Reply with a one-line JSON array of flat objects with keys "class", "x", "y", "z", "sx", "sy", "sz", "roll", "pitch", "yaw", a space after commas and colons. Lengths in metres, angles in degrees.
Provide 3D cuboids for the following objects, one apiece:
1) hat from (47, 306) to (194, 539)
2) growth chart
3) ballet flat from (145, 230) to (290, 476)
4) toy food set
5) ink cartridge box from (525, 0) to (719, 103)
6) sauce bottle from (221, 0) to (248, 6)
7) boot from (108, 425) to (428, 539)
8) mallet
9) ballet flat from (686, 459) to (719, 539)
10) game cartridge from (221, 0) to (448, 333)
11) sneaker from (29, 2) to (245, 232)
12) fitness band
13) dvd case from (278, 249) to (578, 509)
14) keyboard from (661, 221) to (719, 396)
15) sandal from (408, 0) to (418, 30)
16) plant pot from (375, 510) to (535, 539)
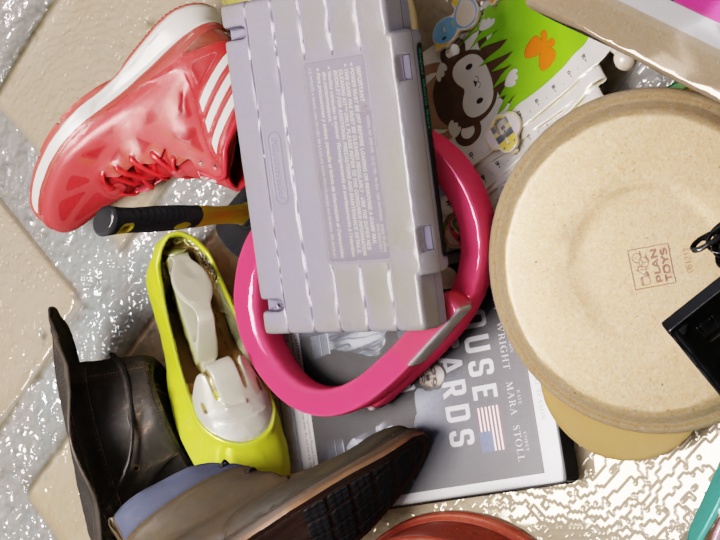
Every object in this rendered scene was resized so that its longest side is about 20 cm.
[{"class": "hat", "x": -0.154, "y": 0.115, "z": 1.050, "sx": 0.080, "sy": 0.201, "sz": 0.203, "roll": -13, "pitch": 79, "yaw": -9}, {"class": "growth chart", "x": 0.079, "y": -0.108, "z": 0.955, "sx": 0.200, "sy": 0.018, "sz": 0.145, "roll": -49, "pitch": 54, "yaw": 20}, {"class": "ballet flat", "x": -0.097, "y": 0.060, "z": 1.020, "sx": 0.067, "sy": 0.066, "sz": 0.202, "roll": 104, "pitch": 148, "yaw": -58}, {"class": "toy food set", "x": 0.170, "y": -0.003, "z": 0.878, "sx": 0.197, "sy": 0.049, "sz": 0.202, "roll": -28, "pitch": 85, "yaw": 20}, {"class": "ink cartridge box", "x": 0.203, "y": -0.191, "z": 0.803, "sx": 0.164, "sy": 0.075, "sz": 0.202, "roll": 31, "pitch": 103, "yaw": 29}, {"class": "sauce bottle", "x": -0.047, "y": -0.141, "z": 1.017, "sx": 0.064, "sy": 0.065, "sz": 0.202, "roll": -20, "pitch": 88, "yaw": 29}, {"class": "boot", "x": -0.058, "y": 0.134, "z": 0.944, "sx": 0.199, "sy": 0.075, "sz": 0.097, "roll": -33, "pitch": 52, "yaw": -18}, {"class": "mallet", "x": -0.093, "y": -0.041, "z": 0.967, "sx": 0.066, "sy": 0.200, "sz": 0.041, "roll": -43, "pitch": 75, "yaw": 16}, {"class": "ballet flat", "x": 0.200, "y": 0.169, "z": 0.862, "sx": 0.071, "sy": 0.069, "sz": 0.202, "roll": 29, "pitch": 104, "yaw": 2}, {"class": "game cartridge", "x": -0.014, "y": -0.064, "z": 0.914, "sx": 0.128, "sy": 0.038, "sz": 0.203, "roll": -3, "pitch": 98, "yaw": 33}, {"class": "sneaker", "x": -0.142, "y": -0.076, "z": 1.068, "sx": 0.200, "sy": 0.078, "sz": 0.116, "roll": -49, "pitch": 64, "yaw": 22}, {"class": "fitness band", "x": 0.000, "y": 0.000, "z": 0.959, "sx": 0.200, "sy": 0.037, "sz": 0.144, "roll": -46, "pitch": 68, "yaw": 30}, {"class": "dvd case", "x": 0.034, "y": 0.072, "z": 0.984, "sx": 0.198, "sy": 0.025, "sz": 0.152, "roll": -14, "pitch": 81, "yaw": 31}, {"class": "keyboard", "x": 0.243, "y": -0.026, "z": 0.810, "sx": 0.199, "sy": 0.104, "sz": 0.040, "roll": -39, "pitch": 35, "yaw": 8}, {"class": "sandal", "x": -0.014, "y": -0.191, "z": 0.952, "sx": 0.077, "sy": 0.070, "sz": 0.214, "roll": -17, "pitch": 56, "yaw": 29}, {"class": "plant pot", "x": 0.014, "y": 0.250, "z": 0.890, "sx": 0.199, "sy": 0.194, "sz": 0.204, "roll": -1, "pitch": 88, "yaw": 31}]
